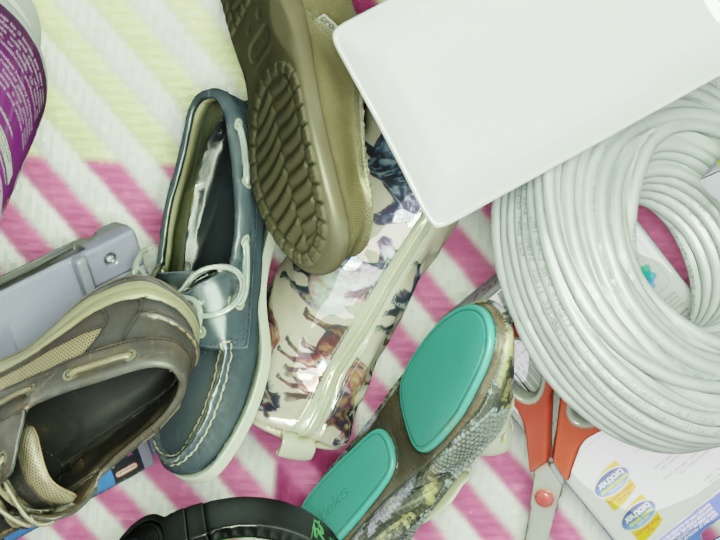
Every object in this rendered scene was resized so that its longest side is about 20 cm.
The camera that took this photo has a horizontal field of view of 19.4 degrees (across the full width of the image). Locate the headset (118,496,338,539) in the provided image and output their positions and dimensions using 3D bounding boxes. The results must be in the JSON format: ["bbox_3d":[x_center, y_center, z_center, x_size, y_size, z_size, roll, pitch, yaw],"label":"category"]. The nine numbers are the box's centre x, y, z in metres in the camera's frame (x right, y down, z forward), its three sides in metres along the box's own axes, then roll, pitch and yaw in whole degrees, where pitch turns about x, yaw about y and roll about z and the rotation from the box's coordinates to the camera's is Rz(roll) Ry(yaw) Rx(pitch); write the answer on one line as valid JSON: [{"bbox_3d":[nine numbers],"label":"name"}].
[{"bbox_3d":[-0.103,0.179,1.124,0.199,0.094,0.124,-21,126,4],"label":"headset"}]

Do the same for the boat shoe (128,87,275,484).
[{"bbox_3d":[-0.079,0.006,1.079,0.062,0.075,0.201,26,74,-49],"label":"boat shoe"}]

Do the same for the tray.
[{"bbox_3d":[0.094,-0.111,1.014,0.199,0.022,0.108,-28,89,-11],"label":"tray"}]

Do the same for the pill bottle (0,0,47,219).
[{"bbox_3d":[-0.212,-0.075,1.016,0.111,0.200,0.113,2,121,3],"label":"pill bottle"}]

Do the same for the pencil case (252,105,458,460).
[{"bbox_3d":[0.000,0.000,1.104,0.077,0.089,0.201,27,98,-20],"label":"pencil case"}]

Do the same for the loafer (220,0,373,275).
[{"bbox_3d":[-0.020,-0.093,1.062,0.067,0.076,0.201,0,66,-27],"label":"loafer"}]

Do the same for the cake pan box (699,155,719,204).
[{"bbox_3d":[0.290,-0.032,1.090,0.184,0.052,0.200,-44,101,-30],"label":"cake pan box"}]

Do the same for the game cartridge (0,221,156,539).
[{"bbox_3d":[-0.186,0.074,1.083,0.199,0.038,0.130,-28,112,-24],"label":"game cartridge"}]

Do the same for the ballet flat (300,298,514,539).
[{"bbox_3d":[0.040,0.088,1.109,0.072,0.072,0.201,32,126,-8],"label":"ballet flat"}]

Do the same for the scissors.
[{"bbox_3d":[0.107,0.113,1.133,0.073,0.014,0.201,3,115,19],"label":"scissors"}]

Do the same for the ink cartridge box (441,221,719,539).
[{"bbox_3d":[0.150,0.068,1.150,0.119,0.042,0.200,-39,97,5],"label":"ink cartridge box"}]

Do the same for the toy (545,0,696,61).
[{"bbox_3d":[0.098,-0.149,1.086,0.199,0.115,0.047,24,125,-9],"label":"toy"}]

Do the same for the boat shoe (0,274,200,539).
[{"bbox_3d":[-0.160,0.082,1.007,0.200,0.073,0.074,-42,116,13],"label":"boat shoe"}]

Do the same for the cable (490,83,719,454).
[{"bbox_3d":[0.157,-0.008,1.074,0.200,0.069,0.201,-35,93,-39],"label":"cable"}]
